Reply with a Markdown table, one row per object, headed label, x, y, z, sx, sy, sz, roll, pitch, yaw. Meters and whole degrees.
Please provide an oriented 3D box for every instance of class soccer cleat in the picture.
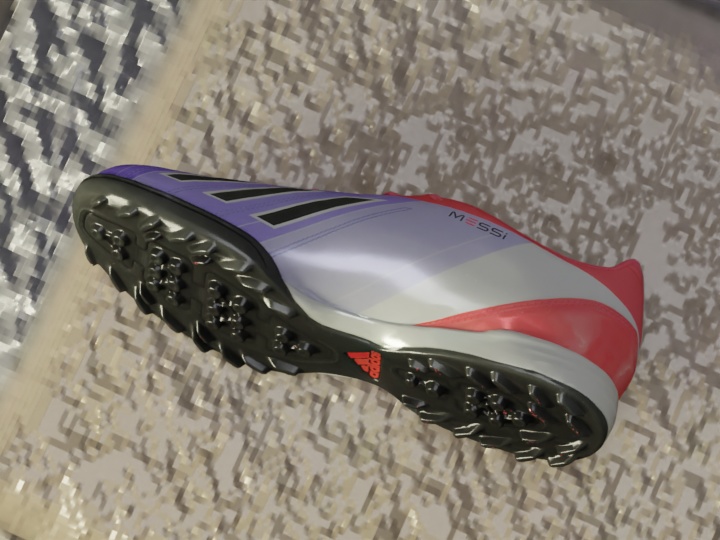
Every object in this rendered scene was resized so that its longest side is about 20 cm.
| label | x | y | z | sx | sy | sz | roll | pitch | yaw |
| --- | --- | --- | --- | --- | --- | --- | --- | --- | --- |
| soccer cleat | 0.000 | 0.000 | 0.889 | 0.200 | 0.068 | 0.073 | 20 | 57 | 8 |
